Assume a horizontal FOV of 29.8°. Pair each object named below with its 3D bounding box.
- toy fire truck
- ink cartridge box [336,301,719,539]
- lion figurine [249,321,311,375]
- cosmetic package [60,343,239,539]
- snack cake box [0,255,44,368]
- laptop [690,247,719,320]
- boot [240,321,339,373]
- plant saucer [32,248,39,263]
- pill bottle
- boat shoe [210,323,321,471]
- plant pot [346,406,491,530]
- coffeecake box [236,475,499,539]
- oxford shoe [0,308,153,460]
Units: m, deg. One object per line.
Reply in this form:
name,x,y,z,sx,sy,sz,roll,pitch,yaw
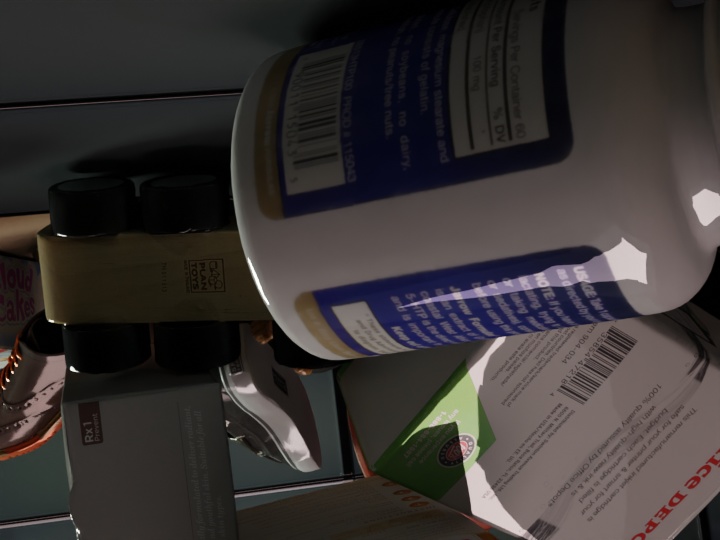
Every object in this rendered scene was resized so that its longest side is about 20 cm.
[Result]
toy fire truck,-0.070,-0.003,0.773,0.173,0.131,0.200,-2,-166,7
ink cartridge box,0.110,0.067,0.732,0.199,0.084,0.146,29,111,-32
lion figurine,0.000,0.000,0.898,0.122,0.072,0.201,-38,-161,30
cosmetic package,-0.119,0.104,0.751,0.089,0.109,0.200,-7,-173,-14
snack cake box,-0.282,0.034,0.991,0.113,0.068,0.200,-7,174,14
laptop,0.142,-0.012,0.862,0.198,0.104,0.178,-25,-151,-1
boot,-0.100,0.063,1.058,0.197,0.074,0.144,-12,167,9
plant saucer,-0.131,-0.004,0.962,0.197,0.036,0.200,-7,174,-1
pill bottle,0.065,-0.040,0.480,0.197,0.122,0.119,-9,173,25
boat shoe,-0.076,0.094,0.954,0.056,0.069,0.200,-16,150,8
plant pot,0.125,0.091,1.016,0.199,0.204,0.194,0,164,-46
coffeecake box,-0.016,0.178,0.734,0.151,0.074,0.200,-12,-175,-13
oxford shoe,-0.216,0.063,0.912,0.199,0.072,0.073,-32,136,14
